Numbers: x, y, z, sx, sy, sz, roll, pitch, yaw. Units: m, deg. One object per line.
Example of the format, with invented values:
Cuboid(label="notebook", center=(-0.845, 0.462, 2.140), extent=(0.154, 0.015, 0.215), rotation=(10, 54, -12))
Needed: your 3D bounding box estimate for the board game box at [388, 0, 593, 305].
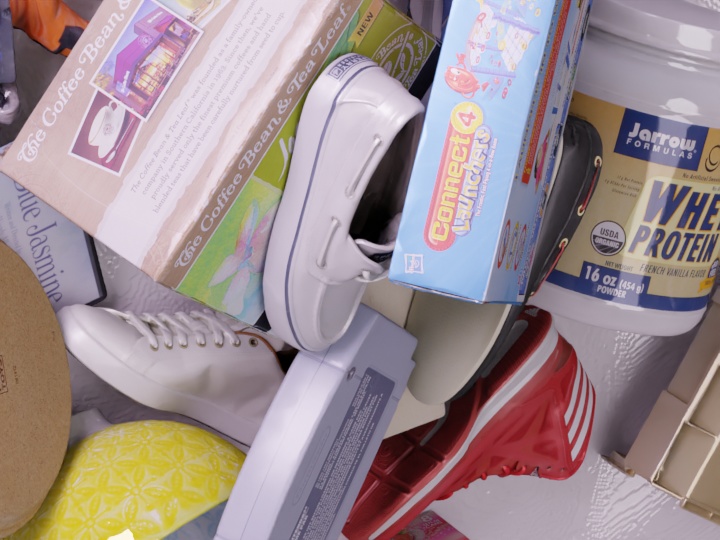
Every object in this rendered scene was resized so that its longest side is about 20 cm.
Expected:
Cuboid(label="board game box", center=(0.078, -0.083, 1.645), extent=(0.056, 0.196, 0.201), rotation=(13, 91, 9))

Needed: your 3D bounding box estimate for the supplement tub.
Cuboid(label="supplement tub", center=(0.174, -0.072, 1.862), extent=(0.144, 0.144, 0.201), rotation=(6, 105, -30))

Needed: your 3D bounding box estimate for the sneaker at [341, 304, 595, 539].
Cuboid(label="sneaker", center=(0.084, 0.130, 1.930), extent=(0.200, 0.078, 0.116), rotation=(-45, 121, -5))

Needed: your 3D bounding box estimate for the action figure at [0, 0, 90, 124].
Cuboid(label="action figure", center=(-0.208, -0.140, 1.683), extent=(0.193, 0.105, 0.200), rotation=(-8, 142, -19))

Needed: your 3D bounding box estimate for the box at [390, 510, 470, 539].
Cuboid(label="box", center=(-0.008, 0.248, 1.910), extent=(0.200, 0.103, 0.095), rotation=(-20, 117, -22))

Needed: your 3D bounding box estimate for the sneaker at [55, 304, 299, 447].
Cuboid(label="sneaker", center=(-0.103, 0.044, 1.797), extent=(0.200, 0.073, 0.085), rotation=(25, 104, -45))

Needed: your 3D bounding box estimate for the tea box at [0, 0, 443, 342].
Cuboid(label="tea box", center=(-0.067, -0.087, 1.666), extent=(0.200, 0.133, 0.197), rotation=(-58, 153, 3))

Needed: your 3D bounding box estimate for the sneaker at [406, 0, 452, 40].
Cuboid(label="sneaker", center=(0.069, -0.107, 1.822), extent=(0.076, 0.077, 0.201), rotation=(-23, 123, -47))

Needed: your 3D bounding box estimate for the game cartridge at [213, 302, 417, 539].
Cuboid(label="game cartridge", center=(-0.031, 0.117, 1.742), extent=(0.200, 0.041, 0.133), rotation=(-65, 165, -4))

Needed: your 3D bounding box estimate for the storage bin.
Cuboid(label="storage bin", center=(0.294, 0.085, 2.017), extent=(0.198, 0.094, 0.200), rotation=(25, 95, -32))

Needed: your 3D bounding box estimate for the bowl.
Cuboid(label="bowl", center=(-0.160, 0.149, 1.772), extent=(0.200, 0.200, 0.108), rotation=(-35, 78, -13))

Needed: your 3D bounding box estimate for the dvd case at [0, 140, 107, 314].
Cuboid(label="dvd case", center=(-0.249, 0.008, 1.710), extent=(0.200, 0.018, 0.143), rotation=(-27, 138, -16))

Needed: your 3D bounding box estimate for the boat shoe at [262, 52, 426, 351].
Cuboid(label="boat shoe", center=(-0.005, -0.024, 1.616), extent=(0.074, 0.065, 0.200), rotation=(-35, 147, -36))

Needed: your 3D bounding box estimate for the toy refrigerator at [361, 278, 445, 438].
Cuboid(label="toy refrigerator", center=(0.000, 0.000, 1.836), extent=(0.070, 0.076, 0.201), rotation=(-20, 116, -21))

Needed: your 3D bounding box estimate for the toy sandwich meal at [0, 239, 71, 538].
Cuboid(label="toy sandwich meal", center=(-0.238, 0.070, 1.655), extent=(0.205, 0.070, 0.206), rotation=(32, 53, -56))

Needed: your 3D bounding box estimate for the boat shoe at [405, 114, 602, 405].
Cuboid(label="boat shoe", center=(0.089, -0.005, 1.794), extent=(0.063, 0.074, 0.202), rotation=(9, 110, -47))
